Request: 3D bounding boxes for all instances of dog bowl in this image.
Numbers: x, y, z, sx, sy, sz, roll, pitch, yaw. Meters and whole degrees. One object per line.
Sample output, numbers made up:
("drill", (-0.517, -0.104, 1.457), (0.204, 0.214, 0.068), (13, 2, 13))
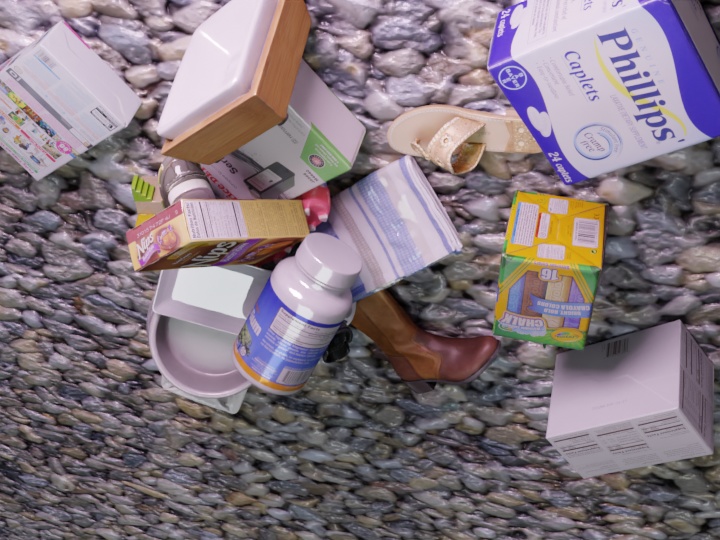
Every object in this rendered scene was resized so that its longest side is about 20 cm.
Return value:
("dog bowl", (-0.210, 0.090, 1.432), (0.199, 0.059, 0.201), (-1, 103, -3))

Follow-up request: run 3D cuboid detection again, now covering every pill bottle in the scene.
("pill bottle", (-0.079, 0.053, 1.298), (0.112, 0.112, 0.201), (26, 117, -9))

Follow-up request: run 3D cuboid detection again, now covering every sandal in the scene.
("sandal", (0.124, -0.150, 1.211), (0.210, 0.070, 0.078), (0, 136, 19))

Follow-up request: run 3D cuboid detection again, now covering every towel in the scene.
("towel", (0.026, -0.050, 1.337), (0.199, 0.024, 0.147), (-26, 97, 32))

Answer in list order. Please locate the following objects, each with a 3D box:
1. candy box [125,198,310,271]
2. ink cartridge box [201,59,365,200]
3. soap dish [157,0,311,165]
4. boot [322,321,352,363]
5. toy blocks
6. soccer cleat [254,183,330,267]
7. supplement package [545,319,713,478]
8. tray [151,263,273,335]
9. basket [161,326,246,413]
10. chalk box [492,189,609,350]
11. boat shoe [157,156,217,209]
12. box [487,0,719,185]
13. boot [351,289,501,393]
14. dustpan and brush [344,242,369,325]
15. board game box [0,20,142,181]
("candy box", (-0.173, -0.044, 1.246), (0.116, 0.057, 0.199), (-23, 167, 40))
("ink cartridge box", (-0.118, -0.164, 1.270), (0.199, 0.084, 0.145), (-23, 125, 38))
("soap dish", (-0.136, -0.221, 1.129), (0.157, 0.201, 0.081), (-24, 130, 37))
("boot", (-0.061, 0.076, 1.444), (0.069, 0.132, 0.200), (-20, 163, -8))
("toy blocks", (-0.235, -0.062, 1.431), (0.136, 0.100, 0.201), (1, 139, 3))
("soccer cleat", (-0.110, -0.068, 1.372), (0.066, 0.077, 0.200), (20, 144, -33))
("supplement package", (0.382, 0.184, 1.420), (0.199, 0.156, 0.111), (-21, 126, 36))
("tray", (-0.176, 0.033, 1.373), (0.199, 0.022, 0.108), (16, 111, -7))
("basket", (-0.221, 0.110, 1.578), (0.135, 0.124, 0.200), (21, 140, -4))
("chalk box", (0.242, 0.015, 1.310), (0.123, 0.125, 0.201), (9, 137, 9))
("boat shoe", (-0.217, -0.088, 1.285), (0.072, 0.061, 0.202), (-23, 165, -11))
("box", (0.267, -0.212, 1.065), (0.199, 0.105, 0.184), (-18, 128, 33))
("boot", (0.089, 0.085, 1.507), (0.188, 0.069, 0.200), (-20, 120, 45))
("dustpan and brush", (0.000, 0.000, 1.426), (0.139, 0.057, 0.201), (17, 139, 1))
("board game box", (-0.411, -0.220, 1.330), (0.199, 0.064, 0.148), (-21, 125, 34))
